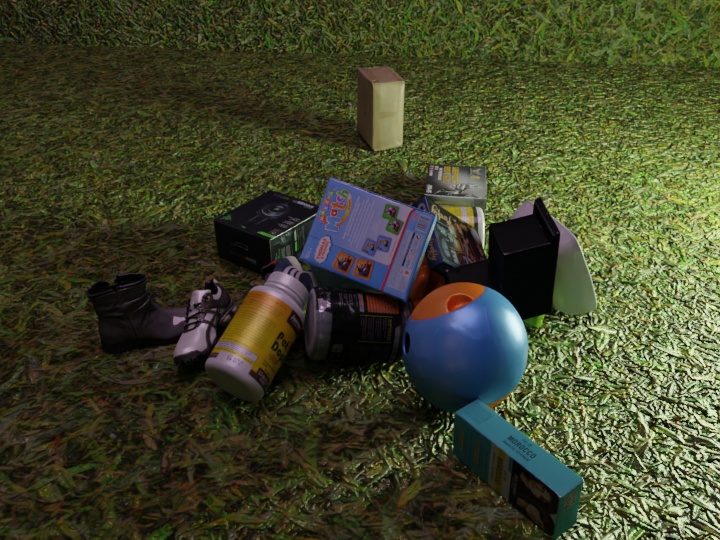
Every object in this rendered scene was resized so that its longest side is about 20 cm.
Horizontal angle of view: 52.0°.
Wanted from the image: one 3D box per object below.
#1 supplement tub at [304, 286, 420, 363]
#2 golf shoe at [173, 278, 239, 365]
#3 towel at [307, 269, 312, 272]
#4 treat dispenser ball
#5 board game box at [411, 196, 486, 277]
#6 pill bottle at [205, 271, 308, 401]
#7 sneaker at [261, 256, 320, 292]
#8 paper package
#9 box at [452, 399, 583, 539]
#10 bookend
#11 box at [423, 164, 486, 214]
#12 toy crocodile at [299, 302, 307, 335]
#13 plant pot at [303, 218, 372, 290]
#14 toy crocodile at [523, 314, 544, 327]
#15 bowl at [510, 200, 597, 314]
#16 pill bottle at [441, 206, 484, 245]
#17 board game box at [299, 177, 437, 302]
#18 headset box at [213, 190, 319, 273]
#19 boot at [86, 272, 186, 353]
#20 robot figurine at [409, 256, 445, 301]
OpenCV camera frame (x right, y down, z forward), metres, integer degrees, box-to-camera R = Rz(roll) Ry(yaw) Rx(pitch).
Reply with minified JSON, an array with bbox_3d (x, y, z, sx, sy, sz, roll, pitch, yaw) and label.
[{"bbox_3d":[0.007,0.095,1.270,0.195,0.125,0.123,5,28,-13],"label":"supplement tub"},{"bbox_3d":[-0.289,0.090,1.311,0.076,0.096,0.201,-16,22,21],"label":"golf shoe"},{"bbox_3d":[0.000,0.000,1.522,0.198,0.050,0.147,-23,38,-34],"label":"towel"},{"bbox_3d":[0.164,0.121,1.162,0.196,0.205,0.202,0,30,0],"label":"treat dispenser ball"},{"bbox_3d":[0.178,-0.042,1.389,0.198,0.034,0.138,23,47,-50],"label":"board game box"},{"bbox_3d":[-0.163,0.104,1.217,0.107,0.110,0.202,15,60,25],"label":"pill bottle"},{"bbox_3d":[-0.138,0.033,1.447,0.083,0.077,0.199,-13,23,-23],"label":"sneaker"},{"bbox_3d":[0.056,-0.488,2.208,0.101,0.204,0.191,-7,29,-13],"label":"paper package"},{"bbox_3d":[0.212,0.272,1.026,0.048,0.084,0.199,-21,36,-30],"label":"box"},{"bbox_3d":[0.228,0.000,1.272,0.196,0.201,0.093,-14,47,-4],"label":"bookend"},{"bbox_3d":[0.242,-0.209,1.879,0.155,0.049,0.201,4,31,8],"label":"box"},{"bbox_3d":[-0.140,0.100,1.331,0.196,0.068,0.063,-12,69,-17],"label":"toy crocodile"},{"bbox_3d":[-0.006,-0.013,1.367,0.195,0.137,0.201,-2,-14,-1],"label":"plant pot"},{"bbox_3d":[0.294,0.036,1.412,0.061,0.068,0.201,2,39,-27],"label":"toy crocodile"},{"bbox_3d":[0.359,-0.014,1.425,0.074,0.202,0.200,-31,35,-2],"label":"bowl"},{"bbox_3d":[0.165,-0.082,1.599,0.195,0.113,0.112,1,30,0],"label":"pill bottle"},{"bbox_3d":[0.013,-0.053,1.253,0.196,0.154,0.037,21,-4,12],"label":"board game box"},{"bbox_3d":[-0.201,-0.082,1.619,0.172,0.095,0.199,20,36,32],"label":"headset box"},{"bbox_3d":[-0.380,0.065,1.328,0.196,0.134,0.070,-15,32,-24],"label":"boot"},{"bbox_3d":[0.148,-0.003,1.464,0.141,0.119,0.201,-9,28,19],"label":"robot figurine"}]
